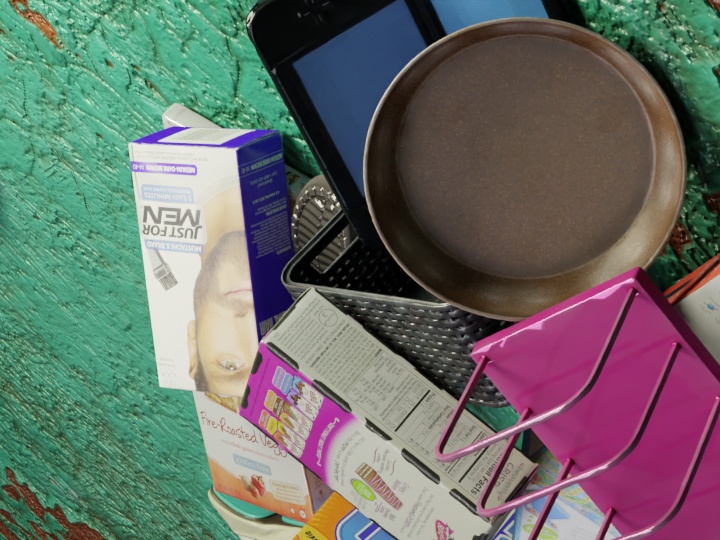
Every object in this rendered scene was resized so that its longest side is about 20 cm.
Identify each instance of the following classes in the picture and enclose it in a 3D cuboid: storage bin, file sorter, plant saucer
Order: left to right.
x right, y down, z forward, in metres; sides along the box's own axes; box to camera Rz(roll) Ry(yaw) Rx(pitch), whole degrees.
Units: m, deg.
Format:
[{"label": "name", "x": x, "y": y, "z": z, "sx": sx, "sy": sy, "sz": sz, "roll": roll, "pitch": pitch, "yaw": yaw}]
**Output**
[{"label": "storage bin", "x": 0.060, "y": 0.008, "z": 1.545, "sx": 0.200, "sy": 0.135, "sz": 0.094, "roll": 7, "pitch": 136, "yaw": 51}, {"label": "plant saucer", "x": 0.102, "y": -0.065, "z": 1.387, "sx": 0.199, "sy": 0.035, "sz": 0.201, "roll": 2, "pitch": 115, "yaw": 4}, {"label": "file sorter", "x": 0.161, "y": 0.131, "z": 1.378, "sx": 0.139, "sy": 0.126, "sz": 0.200, "roll": -27, "pitch": 111, "yaw": 39}]

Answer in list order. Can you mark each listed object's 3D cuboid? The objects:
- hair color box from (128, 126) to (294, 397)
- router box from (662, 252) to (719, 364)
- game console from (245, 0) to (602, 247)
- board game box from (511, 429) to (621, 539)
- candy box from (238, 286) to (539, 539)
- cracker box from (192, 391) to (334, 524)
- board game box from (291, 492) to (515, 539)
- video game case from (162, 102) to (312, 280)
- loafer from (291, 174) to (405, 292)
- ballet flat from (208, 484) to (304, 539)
[{"label": "hair color box", "x": -0.110, "y": -0.007, "z": 1.731, "sx": 0.109, "sy": 0.065, "sz": 0.201, "roll": 4, "pitch": 110, "yaw": 35}, {"label": "router box", "x": 0.278, "y": 0.079, "z": 1.444, "sx": 0.200, "sy": 0.049, "sz": 0.180, "roll": 44, "pitch": 154, "yaw": 0}, {"label": "game console", "x": 0.051, "y": -0.110, "z": 1.419, "sx": 0.200, "sy": 0.170, "sz": 0.118, "roll": 61, "pitch": 175, "yaw": -31}, {"label": "board game box", "x": 0.198, "y": 0.173, "z": 1.509, "sx": 0.199, "sy": 0.034, "sz": 0.135, "roll": 19, "pitch": 117, "yaw": 29}, {"label": "candy box", "x": 0.016, "y": 0.116, "z": 1.540, "sx": 0.200, "sy": 0.061, "sz": 0.136, "roll": 39, "pitch": 155, "yaw": 8}, {"label": "cracker box", "x": -0.080, "y": 0.101, "z": 1.854, "sx": 0.134, "sy": 0.058, "sz": 0.201, "roll": 13, "pitch": 121, "yaw": 46}, {"label": "board game box", "x": 0.070, "y": 0.268, "z": 1.841, "sx": 0.200, "sy": 0.200, "sz": 0.200, "roll": 33, "pitch": 152, "yaw": 20}, {"label": "video game case", "x": -0.075, "y": -0.028, "z": 1.811, "sx": 0.182, "sy": 0.023, "sz": 0.200, "roll": 30, "pitch": 150, "yaw": 25}, {"label": "loafer", "x": 0.000, "y": 0.000, "z": 1.698, "sx": 0.073, "sy": 0.071, "sz": 0.201, "roll": 36, "pitch": 148, "yaw": 38}, {"label": "ballet flat", "x": -0.076, "y": 0.255, "z": 2.162, "sx": 0.200, "sy": 0.069, "sz": 0.070, "roll": 15, "pitch": 142, "yaw": 45}]
